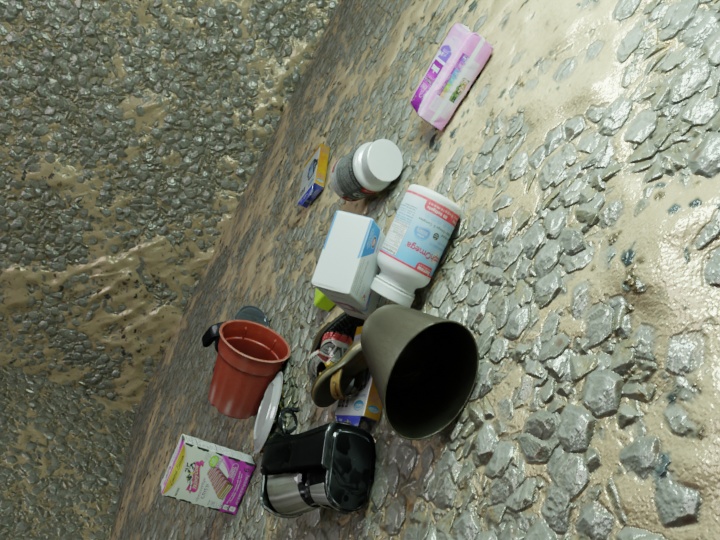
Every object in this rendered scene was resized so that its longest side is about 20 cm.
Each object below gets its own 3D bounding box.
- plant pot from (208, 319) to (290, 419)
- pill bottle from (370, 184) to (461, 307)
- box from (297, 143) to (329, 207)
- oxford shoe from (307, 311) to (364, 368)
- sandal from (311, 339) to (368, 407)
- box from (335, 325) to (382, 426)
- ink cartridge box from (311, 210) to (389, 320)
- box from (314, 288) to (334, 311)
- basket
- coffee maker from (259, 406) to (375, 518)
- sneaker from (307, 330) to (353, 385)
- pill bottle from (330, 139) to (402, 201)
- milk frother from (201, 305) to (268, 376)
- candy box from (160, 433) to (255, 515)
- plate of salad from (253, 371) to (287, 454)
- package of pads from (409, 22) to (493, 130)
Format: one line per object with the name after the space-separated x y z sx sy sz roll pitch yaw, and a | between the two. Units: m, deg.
-0.308 0.270 1.635 0.201 0.196 0.200 -121 50 -63 | plant pot
0.095 -0.042 1.110 0.204 0.107 0.109 -65 23 3 | pill bottle
-0.152 -0.298 1.985 0.119 0.041 0.204 -42 35 45 | box
-0.057 0.135 1.332 0.200 0.072 0.086 -48 24 36 | oxford shoe
-0.023 0.197 1.112 0.200 0.079 0.055 -47 50 31 | sandal
0.010 0.202 1.158 0.118 0.041 0.205 -21 52 60 | box
0.000 0.000 1.171 0.083 0.200 0.148 13 75 23 | ink cartridge box
-0.042 -0.008 1.464 0.200 0.047 0.124 -46 31 41 | box
0.077 0.134 0.961 0.184 0.134 0.200 -62 19 5 | basket
-0.081 0.325 1.076 0.198 0.133 0.198 -26 71 42 | coffee maker
-0.071 0.201 1.239 0.202 0.076 0.084 110 174 -54 | sneaker
0.014 -0.240 1.478 0.199 0.112 0.117 -10 58 63 | pill bottle
-0.379 0.245 1.903 0.187 0.178 0.204 -37 79 50 | milk frother
-0.376 0.507 1.521 0.140 0.196 0.061 -66 23 -3 | candy box
-0.219 0.352 1.516 0.200 0.047 0.205 -159 89 -77 | plate of salad
0.188 -0.412 1.302 0.202 0.074 0.121 -57 21 21 | package of pads
